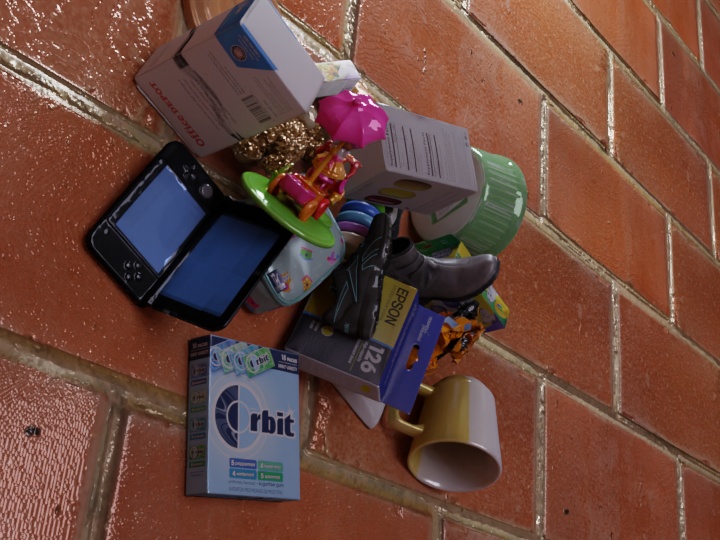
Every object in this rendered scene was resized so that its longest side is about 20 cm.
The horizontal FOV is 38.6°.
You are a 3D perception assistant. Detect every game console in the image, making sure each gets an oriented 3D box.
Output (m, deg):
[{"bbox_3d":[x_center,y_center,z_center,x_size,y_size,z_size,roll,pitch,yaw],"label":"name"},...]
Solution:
[{"bbox_3d":[-0.206,-0.048,1.278,0.171,0.118,0.200,53,51,-27],"label":"game console"}]

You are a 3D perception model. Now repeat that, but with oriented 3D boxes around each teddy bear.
[{"bbox_3d":[-0.110,-0.193,1.484,0.200,0.145,0.067,-27,143,-48],"label":"teddy bear"}]

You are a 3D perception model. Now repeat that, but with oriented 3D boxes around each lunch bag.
[{"bbox_3d":[-0.114,-0.043,1.453,0.200,0.077,0.161,-41,111,-50],"label":"lunch bag"}]

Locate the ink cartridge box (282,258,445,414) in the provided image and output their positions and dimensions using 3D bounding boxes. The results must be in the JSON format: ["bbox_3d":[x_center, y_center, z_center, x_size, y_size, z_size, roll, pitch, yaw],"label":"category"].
[{"bbox_3d":[0.012,0.089,1.504,0.199,0.047,0.198,21,48,5],"label":"ink cartridge box"}]

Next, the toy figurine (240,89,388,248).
[{"bbox_3d":[-0.033,-0.147,1.340,0.150,0.184,0.200,41,13,9],"label":"toy figurine"}]

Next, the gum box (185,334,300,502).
[{"bbox_3d":[-0.151,0.198,1.352,0.170,0.044,0.201,19,63,-48],"label":"gum box"}]

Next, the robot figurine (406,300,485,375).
[{"bbox_3d":[0.136,0.116,1.666,0.058,0.145,0.200,44,24,18],"label":"robot figurine"}]

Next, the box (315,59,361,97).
[{"bbox_3d":[-0.086,-0.284,1.547,0.200,0.041,0.039,-17,69,-41],"label":"box"}]

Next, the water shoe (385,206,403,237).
[{"bbox_3d":[0.043,-0.144,1.717,0.079,0.071,0.200,66,31,-56],"label":"water shoe"}]

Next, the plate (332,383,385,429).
[{"bbox_3d":[0.007,0.108,1.598,0.200,0.032,0.200,53,43,-27],"label":"plate"}]

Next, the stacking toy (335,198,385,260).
[{"bbox_3d":[0.006,-0.104,1.613,0.085,0.085,0.200,42,51,-36],"label":"stacking toy"}]

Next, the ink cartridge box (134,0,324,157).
[{"bbox_3d":[-0.172,-0.251,1.346,0.145,0.200,0.084,52,40,-28],"label":"ink cartridge box"}]

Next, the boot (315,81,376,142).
[{"bbox_3d":[-0.013,-0.221,1.647,0.144,0.071,0.202,0,73,-48],"label":"boot"}]

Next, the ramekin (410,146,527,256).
[{"bbox_3d":[0.179,-0.118,1.767,0.098,0.200,0.201,20,63,-39],"label":"ramekin"}]

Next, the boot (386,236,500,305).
[{"bbox_3d":[0.109,-0.006,1.630,0.132,0.200,0.070,46,36,-38],"label":"boot"}]

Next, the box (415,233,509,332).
[{"bbox_3d":[0.155,0.028,1.746,0.200,0.117,0.048,53,39,-26],"label":"box"}]

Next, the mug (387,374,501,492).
[{"bbox_3d":[0.149,0.242,1.652,0.187,0.149,0.153,55,33,-38],"label":"mug"}]

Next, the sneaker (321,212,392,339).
[{"bbox_3d":[0.000,0.000,1.485,0.075,0.079,0.200,84,17,-61],"label":"sneaker"}]

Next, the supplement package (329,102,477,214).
[{"bbox_3d":[0.065,-0.165,1.562,0.200,0.114,0.110,8,67,-42],"label":"supplement package"}]

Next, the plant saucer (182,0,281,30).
[{"bbox_3d":[-0.179,-0.374,1.518,0.200,0.032,0.201,22,61,-47],"label":"plant saucer"}]
